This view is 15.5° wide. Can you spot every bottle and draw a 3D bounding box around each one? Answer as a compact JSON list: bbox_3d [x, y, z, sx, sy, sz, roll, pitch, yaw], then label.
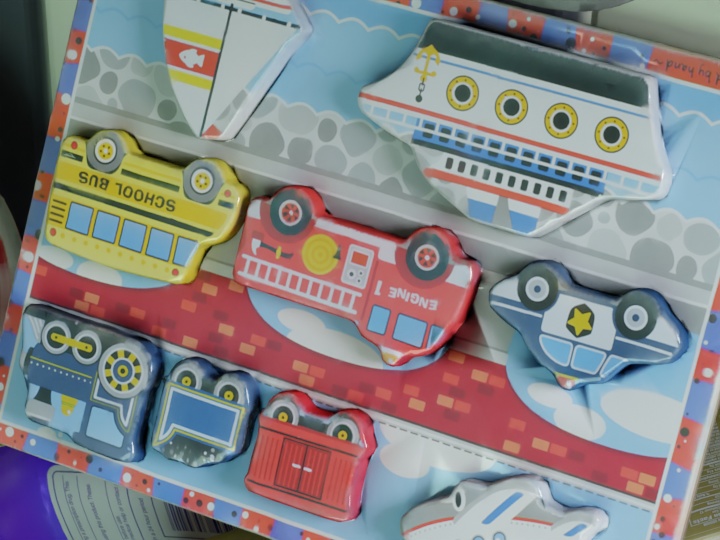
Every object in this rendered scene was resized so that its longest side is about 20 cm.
[{"bbox_3d":[-0.069,0.070,0.840,0.199,0.065,0.084,-1,130,35],"label":"bottle"}]

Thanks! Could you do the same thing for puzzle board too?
[{"bbox_3d":[0.000,0.000,0.693,0.199,0.017,0.152,17,99,21],"label":"puzzle board"}]

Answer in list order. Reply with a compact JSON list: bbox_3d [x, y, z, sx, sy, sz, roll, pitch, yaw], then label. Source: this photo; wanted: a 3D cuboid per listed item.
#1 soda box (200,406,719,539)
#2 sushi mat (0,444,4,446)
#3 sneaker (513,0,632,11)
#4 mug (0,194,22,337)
[{"bbox_3d":[0.020,0.102,0.740,0.199,0.064,0.068,-17,123,6],"label":"soda box"},{"bbox_3d":[-0.188,0.027,0.887,0.199,0.012,0.096,-17,81,42],"label":"sushi mat"},{"bbox_3d":[0.004,-0.129,0.590,0.199,0.080,0.087,23,125,38],"label":"sneaker"},{"bbox_3d":[-0.201,0.026,0.822,0.199,0.133,0.178,4,124,37],"label":"mug"}]
